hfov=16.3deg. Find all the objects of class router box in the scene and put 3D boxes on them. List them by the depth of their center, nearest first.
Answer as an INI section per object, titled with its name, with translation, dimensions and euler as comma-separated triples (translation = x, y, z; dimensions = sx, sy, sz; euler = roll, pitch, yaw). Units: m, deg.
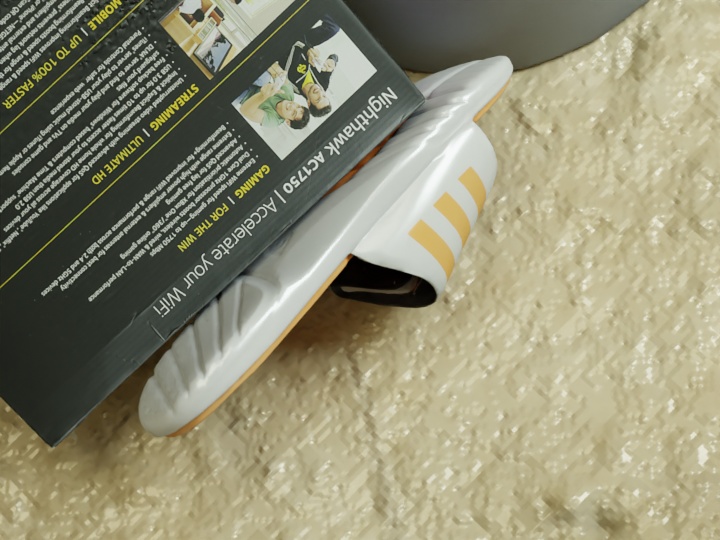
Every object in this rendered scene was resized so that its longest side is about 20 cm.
[router box]
translation = -0.097, -0.055, 0.954
dimensions = 0.200, 0.149, 0.051
euler = -42, 18, 0

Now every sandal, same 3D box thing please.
[sandal]
translation = -0.004, 0.001, 0.972
dimensions = 0.207, 0.059, 0.079
euler = -49, 19, -21

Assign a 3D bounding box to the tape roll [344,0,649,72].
[tape roll]
translation = 0.047, -0.184, 1.050
dimensions = 0.198, 0.066, 0.202
euler = -5, 64, 11
